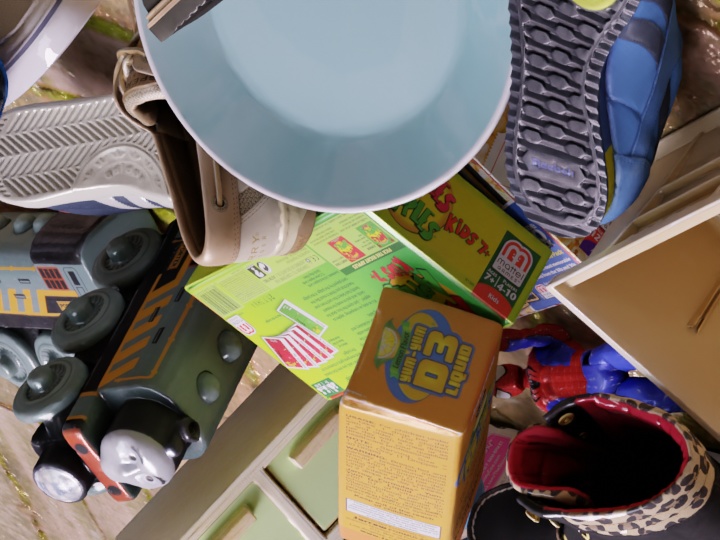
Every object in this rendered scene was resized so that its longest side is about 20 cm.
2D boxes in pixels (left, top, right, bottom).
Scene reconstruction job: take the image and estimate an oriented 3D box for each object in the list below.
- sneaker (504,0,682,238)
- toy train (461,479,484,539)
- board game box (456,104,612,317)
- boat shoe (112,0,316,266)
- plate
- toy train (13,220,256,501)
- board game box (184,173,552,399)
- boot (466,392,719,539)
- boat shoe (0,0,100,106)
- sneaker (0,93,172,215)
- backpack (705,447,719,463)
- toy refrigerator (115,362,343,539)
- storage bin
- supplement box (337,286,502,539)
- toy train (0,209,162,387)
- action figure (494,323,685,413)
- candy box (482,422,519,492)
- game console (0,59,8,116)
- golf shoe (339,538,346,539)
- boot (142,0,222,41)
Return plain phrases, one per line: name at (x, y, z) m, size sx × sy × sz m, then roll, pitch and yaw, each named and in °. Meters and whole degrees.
sneaker at (0.109, -0.112, 1.244) m, size 0.066 × 0.078 × 0.201 m, roll 24°, pitch 132°, yaw 26°
toy train at (0.013, 0.202, 1.543) m, size 0.084 × 0.200 × 0.116 m, roll 20°, pitch 143°, yaw 28°
board game box at (0.027, -0.058, 1.429) m, size 0.200 × 0.046 × 0.151 m, roll 44°, pitch 152°, yaw -15°
boat shoe at (-0.085, -0.097, 1.384) m, size 0.201 × 0.064 × 0.071 m, roll 67°, pitch 149°, yaw 19°
plate at (-0.013, -0.126, 1.304) m, size 0.199 × 0.026 × 0.202 m, roll 9°, pitch 110°, yaw 25°
toy train at (-0.110, 0.043, 1.580) m, size 0.113 × 0.201 × 0.085 m, roll -11°, pitch 127°, yaw 36°
board game box at (0.000, 0.000, 1.440) m, size 0.101 × 0.048 × 0.200 m, roll 38°, pitch 153°, yaw -15°
boot at (0.115, 0.113, 1.395) m, size 0.199 × 0.074 × 0.150 m, roll 5°, pitch 160°, yaw 35°
boat shoe at (-0.206, -0.133, 1.561) m, size 0.070 × 0.071 × 0.200 m, roll 41°, pitch 159°, yaw -17°
sneaker at (-0.104, -0.066, 1.558) m, size 0.199 × 0.076 × 0.084 m, roll 3°, pitch 180°, yaw 24°
backpack at (0.214, 0.174, 1.502) m, size 0.200 × 0.154 × 0.163 m, roll 40°, pitch 162°, yaw 19°
toy refrigerator at (-0.034, 0.109, 1.583) m, size 0.076 × 0.200 × 0.070 m, roll 49°, pitch 168°, yaw -24°
storage bin at (0.223, 0.016, 1.268) m, size 0.200 × 0.094 × 0.198 m, roll 42°, pitch 153°, yaw -10°
supplement box at (0.028, 0.083, 1.434) m, size 0.068 × 0.067 × 0.200 m, roll 17°, pitch 157°, yaw 9°
toy train at (-0.178, 0.012, 1.750) m, size 0.199 × 0.085 × 0.114 m, roll 3°, pitch 126°, yaw 50°
action figure at (0.114, 0.058, 1.460) m, size 0.199 × 0.099 × 0.066 m, roll -6°, pitch 96°, yaw 55°
candy box at (0.088, 0.167, 1.688) m, size 0.199 × 0.072 × 0.168 m, roll 14°, pitch 146°, yaw 35°
game console at (-0.294, -0.119, 1.541) m, size 0.201 × 0.118 × 0.171 m, roll 57°, pitch 152°, yaw 15°
golf shoe at (-0.013, 0.187, 1.664) m, size 0.095 × 0.078 × 0.200 m, roll 46°, pitch 175°, yaw -5°
boot at (-0.070, -0.210, 1.236) m, size 0.138 × 0.077 × 0.200 m, roll 41°, pitch 121°, yaw 1°
